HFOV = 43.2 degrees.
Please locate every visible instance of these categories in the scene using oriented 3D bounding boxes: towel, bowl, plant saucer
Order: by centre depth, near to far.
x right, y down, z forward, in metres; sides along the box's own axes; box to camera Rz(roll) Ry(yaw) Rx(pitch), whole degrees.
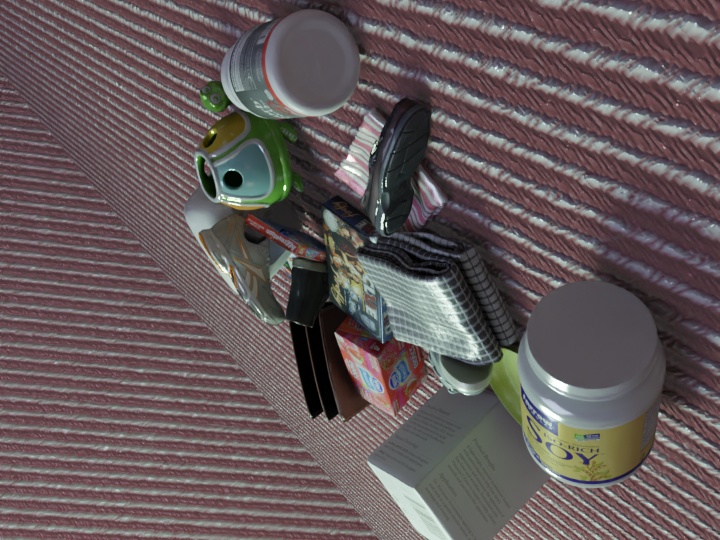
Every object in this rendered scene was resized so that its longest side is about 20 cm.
[{"bbox_3d":[0.036,-0.112,1.165,0.147,0.030,0.200,50,162,3],"label":"towel"},{"bbox_3d":[0.091,0.031,1.178,0.199,0.086,0.166,15,146,52],"label":"towel"},{"bbox_3d":[0.244,0.171,1.209,0.200,0.031,0.201,45,161,20],"label":"plant saucer"},{"bbox_3d":[-0.180,-0.085,1.530,0.074,0.200,0.201,-14,118,37],"label":"bowl"}]

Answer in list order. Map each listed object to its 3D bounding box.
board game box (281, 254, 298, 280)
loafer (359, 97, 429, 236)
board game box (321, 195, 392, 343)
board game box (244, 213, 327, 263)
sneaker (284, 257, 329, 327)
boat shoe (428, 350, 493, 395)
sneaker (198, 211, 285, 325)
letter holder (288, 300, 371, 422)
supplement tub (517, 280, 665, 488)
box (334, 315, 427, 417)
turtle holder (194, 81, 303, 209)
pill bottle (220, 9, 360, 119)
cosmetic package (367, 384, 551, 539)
[{"bbox_3d":[-0.170,-0.074,1.741,0.200,0.035,0.126,49,162,8],"label":"board game box"},{"bbox_3d":[0.030,-0.122,1.051,0.063,0.072,0.201,41,148,23],"label":"loafer"},{"bbox_3d":[0.000,0.000,1.399,0.135,0.034,0.201,37,145,36],"label":"board game box"},{"bbox_3d":[-0.096,-0.044,1.456,0.102,0.020,0.200,30,-175,23],"label":"board game box"},{"bbox_3d":[-0.082,0.037,1.521,0.074,0.107,0.200,14,-179,15],"label":"sneaker"},{"bbox_3d":[0.135,0.127,1.244,0.201,0.069,0.072,-115,15,-66],"label":"boat shoe"},{"bbox_3d":[-0.166,-0.003,1.443,0.201,0.092,0.076,55,175,-24],"label":"sneaker"},{"bbox_3d":[-0.066,0.165,1.627,0.142,0.100,0.202,-21,-80,-67],"label":"letter holder"},{"bbox_3d":[0.235,0.119,0.935,0.145,0.145,0.201,38,159,34],"label":"supplement tub"},{"bbox_3d":[0.038,0.145,1.537,0.095,0.100,0.201,29,153,30],"label":"box"},{"bbox_3d":[-0.172,-0.176,1.343,0.141,0.131,0.187,48,149,33],"label":"turtle holder"},{"bbox_3d":[-0.091,-0.240,1.082,0.116,0.116,0.200,57,162,-21],"label":"pill bottle"},{"bbox_3d":[0.153,0.306,1.418,0.166,0.200,0.165,56,161,-18],"label":"cosmetic package"}]
